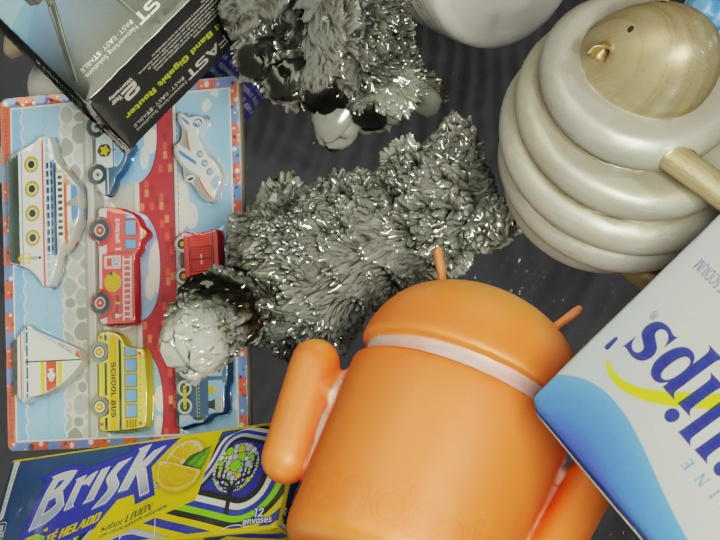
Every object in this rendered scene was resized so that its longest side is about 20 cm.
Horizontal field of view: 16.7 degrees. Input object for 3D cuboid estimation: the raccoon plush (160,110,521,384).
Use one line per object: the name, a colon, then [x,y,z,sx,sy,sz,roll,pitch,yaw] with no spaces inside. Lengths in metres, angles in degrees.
raccoon plush: [0.000,0.000,1.247,0.133,0.097,0.200,-24,19,29]

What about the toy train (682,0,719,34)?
toy train: [0.191,-0.174,1.247,0.115,0.086,0.200,-54,40,17]

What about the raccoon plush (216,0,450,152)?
raccoon plush: [0.019,-0.150,1.285,0.097,0.134,0.200,49,116,24]

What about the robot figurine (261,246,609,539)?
robot figurine: [0.039,0.091,1.177,0.143,0.117,0.201,4,65,43]

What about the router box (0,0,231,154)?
router box: [-0.112,-0.186,1.331,0.200,0.062,0.150,-46,61,-3]

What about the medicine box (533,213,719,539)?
medicine box: [0.209,0.062,1.067,0.200,0.103,0.182,-44,43,3]

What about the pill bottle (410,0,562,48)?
pill bottle: [0.025,-0.207,1.400,0.113,0.113,0.200,-53,43,-6]

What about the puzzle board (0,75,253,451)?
puzzle board: [-0.133,-0.002,1.365,0.150,0.017,0.202,-4,84,20]

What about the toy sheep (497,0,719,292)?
toy sheep: [0.129,-0.057,1.178,0.137,0.201,0.139,6,54,-9]

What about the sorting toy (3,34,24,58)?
sorting toy: [-0.118,-0.222,1.403,0.199,0.036,0.187,-10,64,22]

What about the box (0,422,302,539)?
box: [-0.099,0.132,1.290,0.199,0.070,0.065,-11,52,33]

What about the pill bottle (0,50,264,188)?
pill bottle: [-0.126,-0.110,1.449,0.200,0.120,0.120,-53,43,-4]
